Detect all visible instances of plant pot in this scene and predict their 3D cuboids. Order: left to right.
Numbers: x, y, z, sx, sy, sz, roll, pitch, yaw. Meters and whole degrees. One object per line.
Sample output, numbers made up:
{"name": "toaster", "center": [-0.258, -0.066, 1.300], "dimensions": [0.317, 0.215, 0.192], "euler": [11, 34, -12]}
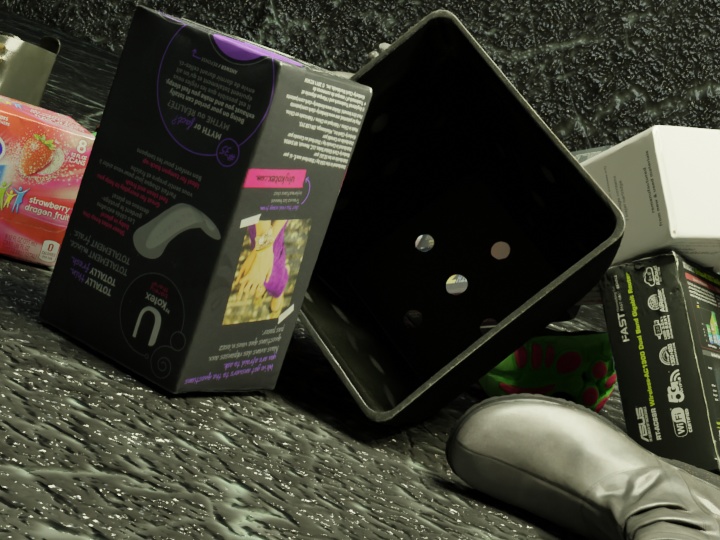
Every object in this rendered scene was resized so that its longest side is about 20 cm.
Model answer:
{"name": "plant pot", "center": [0.051, -0.013, 0.970], "dimensions": [0.200, 0.199, 0.178], "euler": [53, 0, 22]}

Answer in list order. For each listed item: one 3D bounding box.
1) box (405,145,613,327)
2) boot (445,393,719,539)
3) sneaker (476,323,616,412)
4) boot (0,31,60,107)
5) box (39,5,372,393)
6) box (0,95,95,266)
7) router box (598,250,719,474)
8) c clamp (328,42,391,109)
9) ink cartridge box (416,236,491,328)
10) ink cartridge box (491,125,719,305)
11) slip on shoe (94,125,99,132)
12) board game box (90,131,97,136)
{"name": "box", "center": [0.134, -0.026, 1.262], "dimensions": [0.199, 0.159, 0.051], "euler": [-7, -45, 50]}
{"name": "boot", "center": [0.147, 0.136, 0.796], "dimensions": [0.198, 0.071, 0.132], "euler": [16, 14, -3]}
{"name": "sneaker", "center": [0.155, 0.071, 1.184], "dimensions": [0.199, 0.077, 0.083], "euler": [13, 15, -47]}
{"name": "boot", "center": [-0.331, -0.138, 1.137], "dimensions": [0.077, 0.140, 0.200], "euler": [23, 9, 22]}
{"name": "box", "center": [-0.094, -0.041, 0.861], "dimensions": [0.121, 0.202, 0.106], "euler": [25, 9, 30]}
{"name": "box", "center": [-0.299, -0.082, 0.991], "dimensions": [0.198, 0.101, 0.095], "euler": [15, 10, -28]}
{"name": "router box", "center": [0.241, 0.076, 1.037], "dimensions": [0.061, 0.152, 0.199], "euler": [-14, -13, 24]}
{"name": "c clamp", "center": [-0.031, -0.077, 0.993], "dimensions": [0.170, 0.201, 0.027], "euler": [-9, 49, -45]}
{"name": "ink cartridge box", "center": [0.110, 0.022, 1.413], "dimensions": [0.115, 0.069, 0.200], "euler": [15, 9, -30]}
{"name": "ink cartridge box", "center": [0.211, -0.035, 1.069], "dimensions": [0.144, 0.085, 0.199], "euler": [-1, -15, -33]}
{"name": "slip on shoe", "center": [-0.251, -0.123, 1.533], "dimensions": [0.060, 0.075, 0.200], "euler": [-18, 26, -11]}
{"name": "board game box", "center": [-0.120, -0.040, 1.070], "dimensions": [0.200, 0.024, 0.104], "euler": [46, 41, 17]}
